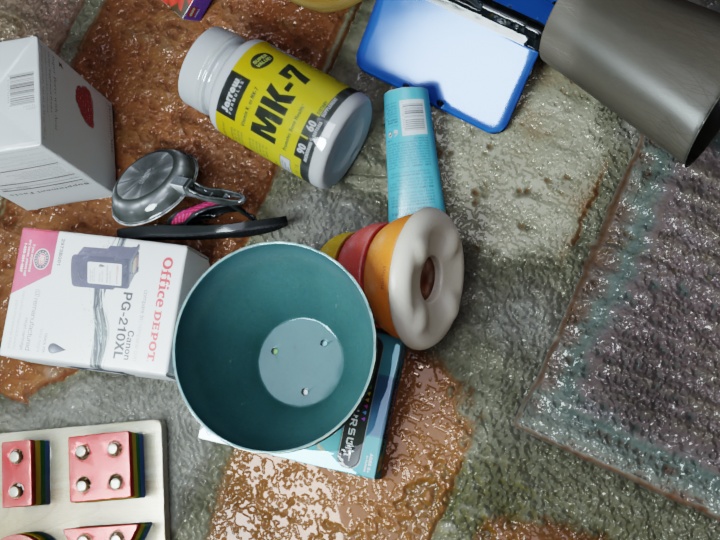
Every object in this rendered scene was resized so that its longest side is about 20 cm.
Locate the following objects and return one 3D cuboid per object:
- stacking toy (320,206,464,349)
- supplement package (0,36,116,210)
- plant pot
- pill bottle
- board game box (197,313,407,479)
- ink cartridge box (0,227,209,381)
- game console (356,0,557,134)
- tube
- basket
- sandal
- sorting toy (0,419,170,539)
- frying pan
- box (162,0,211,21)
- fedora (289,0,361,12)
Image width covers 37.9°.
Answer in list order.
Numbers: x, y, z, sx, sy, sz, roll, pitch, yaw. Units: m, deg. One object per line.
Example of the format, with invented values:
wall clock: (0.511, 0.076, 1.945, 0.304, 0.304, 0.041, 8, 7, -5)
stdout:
stacking toy: (0.000, 0.000, 1.121, 0.198, 0.146, 0.148, 7, 79, 31)
supplement package: (-0.363, -0.156, 1.160, 0.118, 0.200, 0.123, -8, 78, 8)
plant pot: (-0.073, 0.085, 1.052, 0.197, 0.135, 0.203, -2, 78, 8)
pill bottle: (-0.096, -0.185, 1.168, 0.199, 0.114, 0.115, 30, 85, 14)
board game box: (-0.061, 0.129, 1.135, 0.198, 0.047, 0.153, 10, 81, 11)
ink cartridge box: (-0.281, 0.039, 1.168, 0.197, 0.084, 0.147, 6, 81, 10)
game console: (0.121, -0.283, 1.201, 0.199, 0.119, 0.171, 28, 54, 13)
tube: (0.059, -0.100, 1.163, 0.077, 0.050, 0.203, -6, 84, 20)
basket: (0.302, -0.228, 1.104, 0.199, 0.137, 0.180, 35, 58, 19)
sandal: (-0.180, -0.059, 1.176, 0.197, 0.075, 0.046, -2, 87, 11)
sorting toy: (-0.313, 0.270, 1.137, 0.197, 0.070, 0.201, -6, 78, 8)
frying pan: (-0.217, -0.084, 1.164, 0.115, 0.031, 0.190, -42, 41, -11)
box: (-0.197, -0.416, 1.228, 0.137, 0.039, 0.201, 41, 112, 15)
fedora: (-0.043, -0.396, 1.177, 0.198, 0.202, 0.082, 13, 40, 11)
